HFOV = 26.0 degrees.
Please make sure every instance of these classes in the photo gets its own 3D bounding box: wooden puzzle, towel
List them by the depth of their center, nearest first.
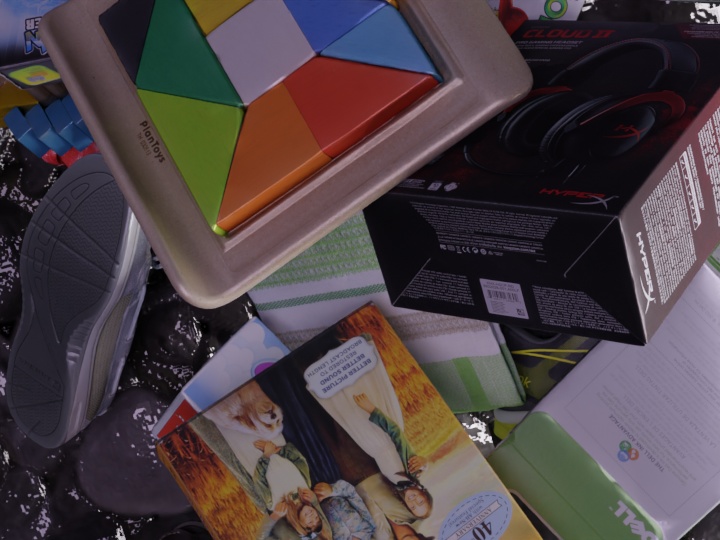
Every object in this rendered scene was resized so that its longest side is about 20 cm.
[{"bbox_3d":[-0.043,-0.109,0.760,0.199,0.037,0.186,-33,72,6],"label":"wooden puzzle"},{"bbox_3d":[0.000,0.000,0.888,0.148,0.031,0.201,-8,121,30],"label":"towel"}]

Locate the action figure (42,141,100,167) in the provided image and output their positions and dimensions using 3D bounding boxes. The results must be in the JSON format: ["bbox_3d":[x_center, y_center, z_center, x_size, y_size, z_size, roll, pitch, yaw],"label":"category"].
[{"bbox_3d":[-0.105,-0.051,0.947,0.198,0.052,0.066,16,113,11],"label":"action figure"}]

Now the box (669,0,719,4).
[{"bbox_3d":[0.241,-0.209,0.786,0.198,0.124,0.150,2,103,1],"label":"box"}]

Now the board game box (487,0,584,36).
[{"bbox_3d":[0.068,-0.176,0.867,0.125,0.035,0.202,16,107,-22],"label":"board game box"}]

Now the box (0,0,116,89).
[{"bbox_3d":[-0.098,-0.167,0.826,0.198,0.035,0.111,-8,76,13],"label":"box"}]

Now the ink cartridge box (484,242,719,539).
[{"bbox_3d":[0.154,0.086,0.845,0.104,0.059,0.200,45,114,8],"label":"ink cartridge box"}]

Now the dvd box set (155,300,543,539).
[{"bbox_3d":[0.003,0.135,0.829,0.146,0.029,0.201,-32,73,-13],"label":"dvd box set"}]

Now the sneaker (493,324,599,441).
[{"bbox_3d":[0.162,0.044,0.900,0.198,0.074,0.085,-16,98,15],"label":"sneaker"}]

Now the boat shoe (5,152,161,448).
[{"bbox_3d":[-0.163,0.016,0.949,0.074,0.065,0.203,31,121,23],"label":"boat shoe"}]

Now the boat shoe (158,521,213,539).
[{"bbox_3d":[-0.053,0.236,0.998,0.199,0.057,0.067,34,107,4],"label":"boat shoe"}]

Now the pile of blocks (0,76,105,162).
[{"bbox_3d":[-0.158,-0.108,0.878,0.198,0.062,0.083,-9,63,24],"label":"pile of blocks"}]

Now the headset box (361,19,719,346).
[{"bbox_3d":[0.116,-0.058,0.794,0.148,0.200,0.076,8,130,37],"label":"headset box"}]

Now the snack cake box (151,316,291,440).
[{"bbox_3d":[-0.027,0.133,0.935,0.200,0.115,0.067,45,68,0],"label":"snack cake box"}]
